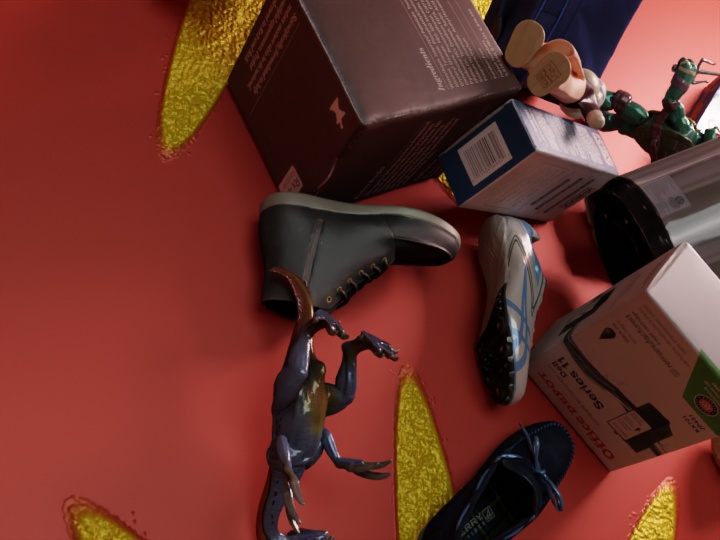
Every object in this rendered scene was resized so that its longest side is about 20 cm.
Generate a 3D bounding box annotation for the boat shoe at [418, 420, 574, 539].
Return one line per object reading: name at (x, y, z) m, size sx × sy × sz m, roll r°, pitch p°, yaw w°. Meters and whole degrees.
boat shoe at (0.137, 0.201, 0.738) m, size 0.084 × 0.069 × 0.199 m, roll 49°, pitch 53°, yaw 3°

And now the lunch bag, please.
lunch bag at (0.221, -0.304, 0.960) m, size 0.130 × 0.203 × 0.137 m, roll 14°, pitch 25°, yaw -22°

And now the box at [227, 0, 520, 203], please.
box at (0.010, -0.179, 0.808) m, size 0.197 × 0.166 × 0.167 m, roll -19°, pitch 75°, yaw -35°

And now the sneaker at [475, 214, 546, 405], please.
sneaker at (0.155, 0.036, 0.832) m, size 0.071 × 0.072 × 0.204 m, roll 13°, pitch 60°, yaw -14°

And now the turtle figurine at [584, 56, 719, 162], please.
turtle figurine at (0.360, -0.177, 0.984) m, size 0.197 × 0.151 × 0.102 m, roll 21°, pitch 64°, yaw 25°

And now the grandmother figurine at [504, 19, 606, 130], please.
grandmother figurine at (0.210, -0.192, 0.851) m, size 0.199 × 0.060 × 0.123 m, roll -6°, pitch 67°, yaw -63°

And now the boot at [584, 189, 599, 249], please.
boot at (0.347, -0.024, 0.973) m, size 0.152 × 0.074 × 0.203 m, roll -6°, pitch 60°, yaw -29°

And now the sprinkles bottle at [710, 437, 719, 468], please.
sprinkles bottle at (0.479, 0.182, 0.933) m, size 0.196 × 0.068 × 0.070 m, roll -4°, pitch 66°, yaw -30°

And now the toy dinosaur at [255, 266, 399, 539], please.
toy dinosaur at (-0.040, 0.129, 0.669) m, size 0.104 × 0.184 × 0.200 m, roll 23°, pitch 13°, yaw -34°

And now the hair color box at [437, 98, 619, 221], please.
hair color box at (0.177, -0.107, 0.864) m, size 0.198 × 0.099 × 0.062 m, roll 3°, pitch 59°, yaw -51°

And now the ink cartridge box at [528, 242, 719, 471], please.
ink cartridge box at (0.266, 0.089, 0.786) m, size 0.147 × 0.200 × 0.083 m, roll 49°, pitch 57°, yaw 4°

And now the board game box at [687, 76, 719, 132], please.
board game box at (0.534, -0.157, 1.147) m, size 0.196 × 0.056 × 0.200 m, roll 45°, pitch 52°, yaw 0°

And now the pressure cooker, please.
pressure cooker at (0.358, -0.039, 0.851) m, size 0.196 × 0.179 × 0.179 m, roll -21°, pitch 89°, yaw -1°

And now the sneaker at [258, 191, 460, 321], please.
sneaker at (0.000, 0.000, 0.775) m, size 0.195 × 0.075 × 0.109 m, roll 7°, pitch 66°, yaw -15°
